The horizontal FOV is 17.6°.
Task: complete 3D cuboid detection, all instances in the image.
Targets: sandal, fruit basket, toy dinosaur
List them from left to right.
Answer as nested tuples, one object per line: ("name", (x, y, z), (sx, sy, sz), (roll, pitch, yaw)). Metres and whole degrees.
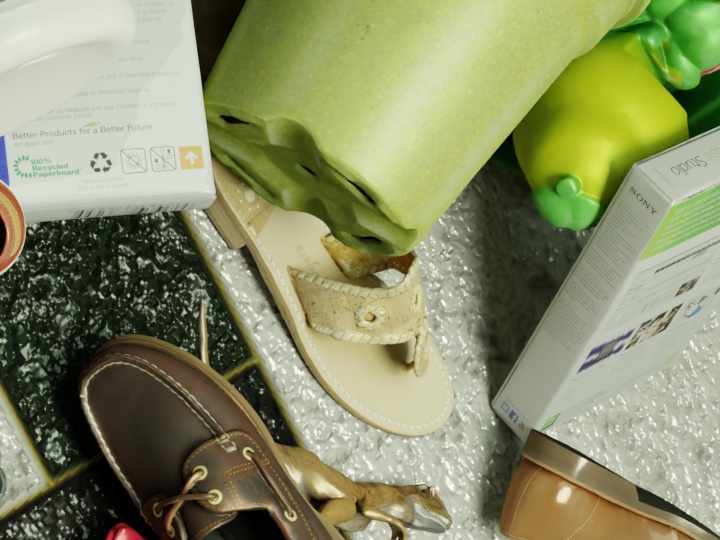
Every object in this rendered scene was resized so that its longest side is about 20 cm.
("toy dinosaur", (-0.036, 0.111, 1.200), (0.200, 0.060, 0.106), (34, 44, -38))
("sandal", (-0.003, 0.004, 1.241), (0.212, 0.070, 0.078), (51, 51, -15))
("fruit basket", (0.151, -0.095, 1.310), (0.155, 0.216, 0.216), (23, 63, -33))

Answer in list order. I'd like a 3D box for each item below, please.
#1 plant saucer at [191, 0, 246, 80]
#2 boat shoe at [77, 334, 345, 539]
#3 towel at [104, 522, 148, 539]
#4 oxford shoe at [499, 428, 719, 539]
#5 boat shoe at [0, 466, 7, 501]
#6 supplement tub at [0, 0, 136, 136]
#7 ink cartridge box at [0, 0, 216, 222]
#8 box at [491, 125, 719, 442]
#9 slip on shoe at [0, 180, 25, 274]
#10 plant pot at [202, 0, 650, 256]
("plant saucer", (-0.065, -0.197, 1.221), (0.200, 0.029, 0.200), (-22, 119, -46))
("boat shoe", (-0.065, 0.116, 1.129), (0.200, 0.070, 0.070), (47, 20, -2))
("towel", (-0.072, 0.230, 1.138), (0.200, 0.022, 0.145), (37, 56, -25))
("oxford shoe", (0.154, 0.159, 1.338), (0.200, 0.071, 0.071), (28, 89, -31))
("boat shoe", (-0.249, 0.095, 1.011), (0.199, 0.068, 0.074), (12, 69, -36))
("supplement tub", (-0.202, -0.158, 1.013), (0.145, 0.145, 0.200), (-24, 84, -41))
("ink cartridge box", (-0.178, -0.121, 1.109), (0.197, 0.047, 0.200), (-5, 78, -14))
("box", (0.165, 0.001, 1.304), (0.144, 0.200, 0.036), (-23, 62, -42))
("slip on shoe", (-0.241, 0.004, 1.019), (0.200, 0.061, 0.074), (-20, 96, -15))
("plant pot", (0.017, -0.116, 1.175), (0.200, 0.200, 0.184), (38, 74, -24))
